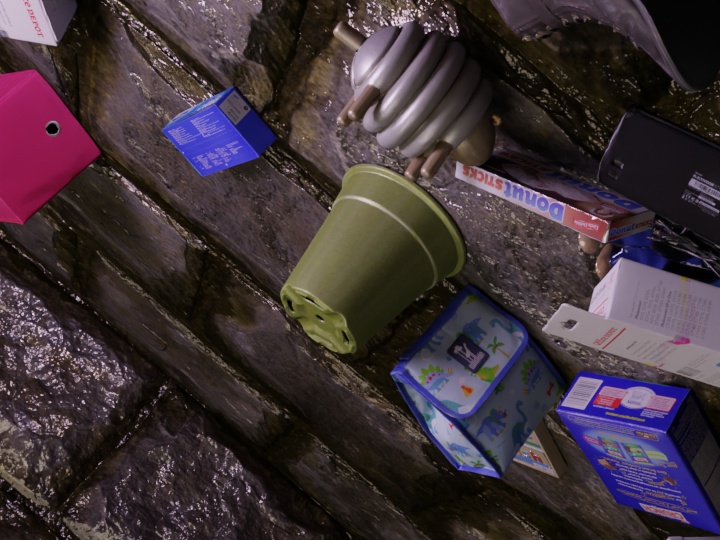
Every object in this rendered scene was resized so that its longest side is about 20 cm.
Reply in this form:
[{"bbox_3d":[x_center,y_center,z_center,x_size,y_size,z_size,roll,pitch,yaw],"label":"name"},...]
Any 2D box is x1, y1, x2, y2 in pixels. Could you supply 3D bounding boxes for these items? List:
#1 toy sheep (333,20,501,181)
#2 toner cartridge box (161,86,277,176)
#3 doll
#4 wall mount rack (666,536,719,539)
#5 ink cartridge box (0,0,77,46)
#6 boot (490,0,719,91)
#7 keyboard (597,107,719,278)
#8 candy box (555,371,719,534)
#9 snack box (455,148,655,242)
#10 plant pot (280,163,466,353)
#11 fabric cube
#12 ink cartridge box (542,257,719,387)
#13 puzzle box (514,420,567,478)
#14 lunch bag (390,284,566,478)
[{"bbox_3d":[0.053,-0.174,1.009,0.200,0.138,0.138,38,157,-16],"label":"toy sheep"},{"bbox_3d":[-0.205,-0.195,1.462,0.095,0.043,0.200,51,154,-19],"label":"toner cartridge box"},{"bbox_3d":[0.315,-0.018,0.991,0.200,0.048,0.137,1,135,50],"label":"doll"},{"bbox_3d":[0.496,0.413,1.423,0.174,0.075,0.200,36,155,12],"label":"wall mount rack"},{"bbox_3d":[-0.518,-0.407,1.434,0.200,0.084,0.145,11,149,9],"label":"ink cartridge box"},{"bbox_3d":[0.187,-0.219,0.839,0.200,0.069,0.174,51,160,-13],"label":"boot"},{"bbox_3d":[0.307,-0.060,0.917,0.200,0.104,0.040,32,-164,21],"label":"keyboard"},{"bbox_3d":[0.368,0.229,1.298,0.169,0.077,0.200,6,137,51],"label":"candy box"},{"bbox_3d":[0.188,-0.077,1.013,0.200,0.072,0.024,30,125,43],"label":"snack box"},{"bbox_3d":[0.000,0.000,1.313,0.200,0.190,0.200,34,155,18],"label":"plant pot"},{"bbox_3d":[-0.635,-0.223,1.857,0.200,0.199,0.196,7,138,51],"label":"fabric cube"},{"bbox_3d":[0.293,0.049,1.017,0.200,0.068,0.115,17,164,4],"label":"ink cartridge box"},{"bbox_3d":[0.220,0.250,1.614,0.200,0.025,0.133,13,143,46],"label":"puzzle box"},{"bbox_3d":[0.152,0.145,1.359,0.200,0.170,0.127,51,154,-17],"label":"lunch bag"}]
